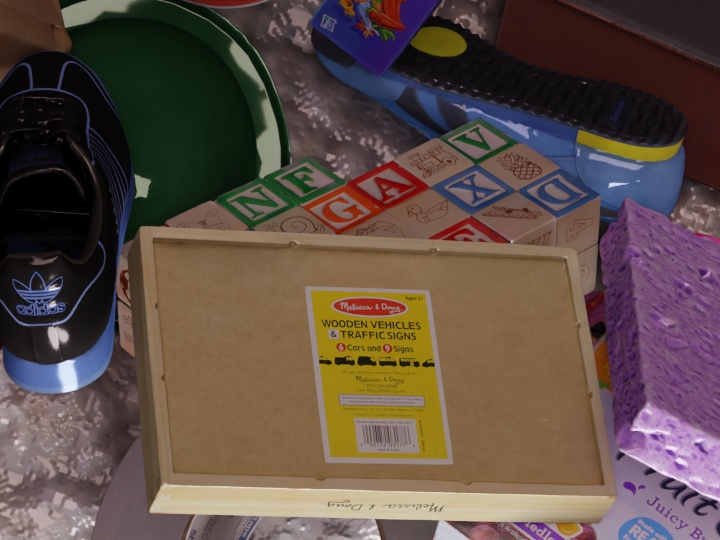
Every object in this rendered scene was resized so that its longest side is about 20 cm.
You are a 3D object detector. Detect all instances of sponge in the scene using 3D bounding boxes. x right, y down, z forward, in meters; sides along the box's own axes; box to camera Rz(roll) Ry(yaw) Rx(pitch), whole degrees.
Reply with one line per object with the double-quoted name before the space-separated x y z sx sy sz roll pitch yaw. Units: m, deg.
"sponge" 0.162 0.043 1.281 0.111 0.200 0.030 26 115 -10

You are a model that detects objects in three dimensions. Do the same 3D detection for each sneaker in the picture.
"sneaker" 0.063 -0.069 1.440 0.200 0.078 0.066 21 37 12
"sneaker" -0.135 -0.042 1.279 0.070 0.078 0.200 -6 45 -4

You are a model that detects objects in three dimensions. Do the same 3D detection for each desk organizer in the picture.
"desk organizer" 0.168 -0.099 1.451 0.200 0.077 0.072 25 46 12

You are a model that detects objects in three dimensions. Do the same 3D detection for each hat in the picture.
"hat" -0.108 -0.054 1.360 0.165 0.176 0.200 -5 84 -6

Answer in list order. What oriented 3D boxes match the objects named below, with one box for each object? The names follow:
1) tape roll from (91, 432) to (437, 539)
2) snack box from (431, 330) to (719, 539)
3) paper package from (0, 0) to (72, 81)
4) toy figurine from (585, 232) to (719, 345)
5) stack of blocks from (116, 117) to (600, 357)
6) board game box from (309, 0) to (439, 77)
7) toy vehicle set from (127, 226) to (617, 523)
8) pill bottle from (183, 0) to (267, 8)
"tape roll" -0.025 0.143 1.359 0.200 0.066 0.200 -5 75 21
"snack box" 0.149 0.132 1.273 0.200 0.053 0.142 37 58 13
"paper package" -0.257 -0.121 1.329 0.200 0.191 0.104 -19 85 8
"toy figurine" 0.144 0.070 1.422 0.200 0.150 0.184 2 67 17
"stack of blocks" 0.000 0.000 1.347 0.200 0.059 0.115 -27 45 -30
"board game box" 0.064 -0.199 1.371 0.045 0.200 0.134 37 38 -1
"toy vehicle set" 0.004 0.045 1.241 0.200 0.027 0.124 3 59 -15
"pill bottle" -0.062 -0.208 1.369 0.116 0.200 0.116 1 75 -4
